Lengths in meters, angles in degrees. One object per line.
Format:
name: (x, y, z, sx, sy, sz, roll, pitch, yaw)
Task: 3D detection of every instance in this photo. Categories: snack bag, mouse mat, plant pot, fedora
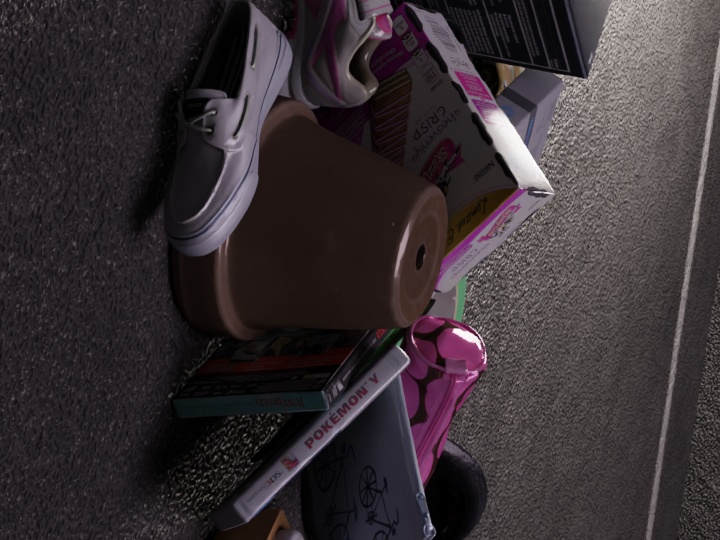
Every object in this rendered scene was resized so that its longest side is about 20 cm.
snack bag: (0.007, 0.193, 1.627, 0.200, 0.021, 0.190, 126, -37, -46)
mouse mat: (-0.013, 0.096, 1.641, 0.200, 0.008, 0.161, -47, 171, 8)
plant pot: (-0.028, -0.029, 1.458, 0.200, 0.173, 0.202, 13, 90, -71)
fedora: (0.028, 0.207, 1.839, 0.092, 0.198, 0.202, -109, -168, -50)

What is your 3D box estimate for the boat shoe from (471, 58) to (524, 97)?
boat shoe: (0.129, -0.178, 1.854, 0.076, 0.071, 0.202, -38, 131, -39)

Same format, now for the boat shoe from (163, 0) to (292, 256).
boat shoe: (-0.111, -0.110, 1.359, 0.067, 0.073, 0.202, 51, 45, -47)

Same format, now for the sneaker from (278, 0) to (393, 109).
sneaker: (-0.011, -0.223, 1.501, 0.081, 0.087, 0.202, -37, 136, -60)

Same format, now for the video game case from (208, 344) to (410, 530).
video game case: (-0.046, 0.140, 1.509, 0.182, 0.023, 0.200, -44, 180, -14)

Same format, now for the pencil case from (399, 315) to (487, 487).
pencil case: (0.048, 0.144, 1.680, 0.094, 0.090, 0.201, -86, -164, -64)

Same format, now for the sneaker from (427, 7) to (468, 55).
sneaker: (0.031, -0.135, 1.620, 0.075, 0.079, 0.201, 21, 102, -29)

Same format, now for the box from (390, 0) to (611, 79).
box: (0.115, -0.284, 1.641, 0.200, 0.197, 0.124, 60, 47, -62)

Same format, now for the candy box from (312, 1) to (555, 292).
candy box: (0.054, -0.101, 1.532, 0.136, 0.201, 0.061, -43, 154, 27)

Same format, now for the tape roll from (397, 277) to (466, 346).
tape roll: (0.053, 0.057, 1.906, 0.200, 0.048, 0.203, 13, 90, -70)

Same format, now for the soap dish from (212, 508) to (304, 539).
soap dish: (-0.096, 0.318, 1.623, 0.201, 0.080, 0.158, 74, 35, -54)

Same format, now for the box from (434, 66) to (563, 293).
box: (0.106, -0.079, 1.699, 0.200, 0.041, 0.157, -43, 157, -37)

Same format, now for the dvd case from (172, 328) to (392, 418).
dvd case: (-0.046, 0.058, 1.509, 0.200, 0.145, 0.022, -51, 128, -52)
